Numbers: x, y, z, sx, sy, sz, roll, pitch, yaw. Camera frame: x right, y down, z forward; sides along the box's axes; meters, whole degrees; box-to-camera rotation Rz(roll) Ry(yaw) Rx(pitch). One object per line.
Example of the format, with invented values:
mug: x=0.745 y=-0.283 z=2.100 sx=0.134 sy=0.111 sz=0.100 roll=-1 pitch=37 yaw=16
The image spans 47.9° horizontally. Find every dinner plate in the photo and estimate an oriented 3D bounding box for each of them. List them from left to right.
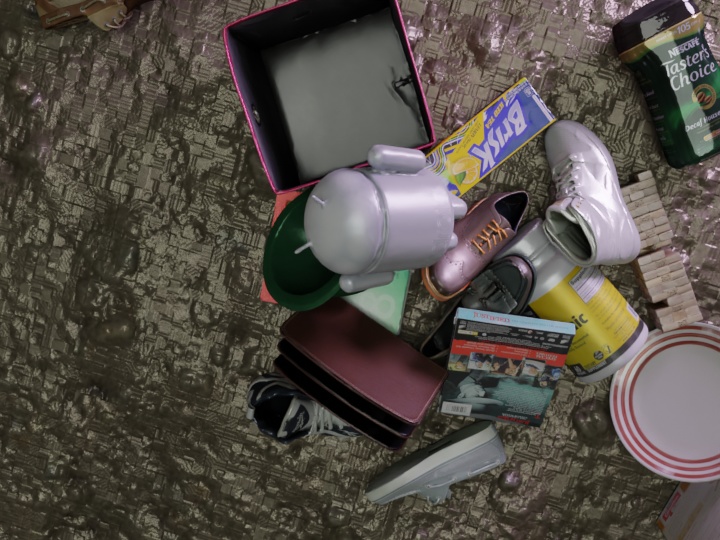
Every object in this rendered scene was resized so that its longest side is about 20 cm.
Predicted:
dinner plate: x=0.419 y=0.167 z=1.034 sx=0.199 sy=0.024 sz=0.202 roll=-11 pitch=71 yaw=34

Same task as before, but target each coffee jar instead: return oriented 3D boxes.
coffee jar: x=0.393 y=-0.235 z=0.996 sx=0.104 sy=0.085 sz=0.201 roll=-27 pitch=94 yaw=7

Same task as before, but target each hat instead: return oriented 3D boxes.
hat: x=0.000 y=0.000 z=1.043 sx=0.175 sy=0.199 sz=0.167 roll=28 pitch=85 yaw=-44

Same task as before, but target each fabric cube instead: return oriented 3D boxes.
fabric cube: x=-0.028 y=-0.215 z=0.975 sx=0.198 sy=0.199 sz=0.198 roll=-17 pitch=97 yaw=6

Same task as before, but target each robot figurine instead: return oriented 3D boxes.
robot figurine: x=0.022 y=-0.055 z=0.882 sx=0.198 sy=0.113 sz=0.171 roll=-7 pitch=118 yaw=-35

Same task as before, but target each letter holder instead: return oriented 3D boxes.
letter holder: x=-0.013 y=0.136 z=1.007 sx=0.199 sy=0.142 sz=0.101 roll=34 pitch=119 yaw=8

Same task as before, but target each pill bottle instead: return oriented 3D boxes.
pill bottle: x=0.261 y=0.034 z=1.030 sx=0.111 sy=0.111 sz=0.200 roll=-40 pitch=92 yaw=8

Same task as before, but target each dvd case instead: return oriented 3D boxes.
dvd case: x=0.180 y=0.129 z=1.034 sx=0.144 sy=0.022 sz=0.201 roll=7 pitch=135 yaw=4

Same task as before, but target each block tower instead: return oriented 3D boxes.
block tower: x=0.374 y=-0.026 z=1.042 sx=0.057 sy=0.054 sz=0.202 roll=-19 pitch=95 yaw=6

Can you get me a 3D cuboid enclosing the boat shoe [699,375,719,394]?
boat shoe: x=0.540 y=0.148 z=1.051 sx=0.198 sy=0.074 sz=0.066 roll=10 pitch=78 yaw=3

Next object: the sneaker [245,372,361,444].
sneaker: x=-0.060 y=0.191 z=1.065 sx=0.197 sy=0.130 sz=0.080 roll=17 pitch=100 yaw=2

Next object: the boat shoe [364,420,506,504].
boat shoe: x=0.104 y=0.277 z=1.094 sx=0.199 sy=0.070 sz=0.072 roll=-28 pitch=91 yaw=5

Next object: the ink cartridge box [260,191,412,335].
ink cartridge box: x=-0.029 y=-0.014 z=1.078 sx=0.198 sy=0.050 sz=0.163 roll=11 pitch=98 yaw=1

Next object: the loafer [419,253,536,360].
loafer: x=0.144 y=0.056 z=1.015 sx=0.072 sy=0.063 sz=0.200 roll=52 pitch=135 yaw=14

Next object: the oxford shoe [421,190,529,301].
oxford shoe: x=0.141 y=-0.040 z=0.988 sx=0.071 sy=0.200 sz=0.073 roll=48 pitch=141 yaw=-9

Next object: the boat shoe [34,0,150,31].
boat shoe: x=-0.328 y=-0.348 z=1.048 sx=0.198 sy=0.076 sz=0.075 roll=-1 pitch=103 yaw=13

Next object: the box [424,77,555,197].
box: x=0.143 y=-0.151 z=1.021 sx=0.199 sy=0.064 sz=0.070 roll=-39 pitch=94 yaw=-3

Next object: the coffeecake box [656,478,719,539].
coffeecake box: x=0.463 y=0.309 z=1.005 sx=0.073 sy=0.200 sz=0.155 roll=27 pitch=99 yaw=0

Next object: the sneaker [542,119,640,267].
sneaker: x=0.260 y=-0.097 z=0.986 sx=0.074 sy=0.115 sz=0.202 roll=-39 pitch=68 yaw=43
